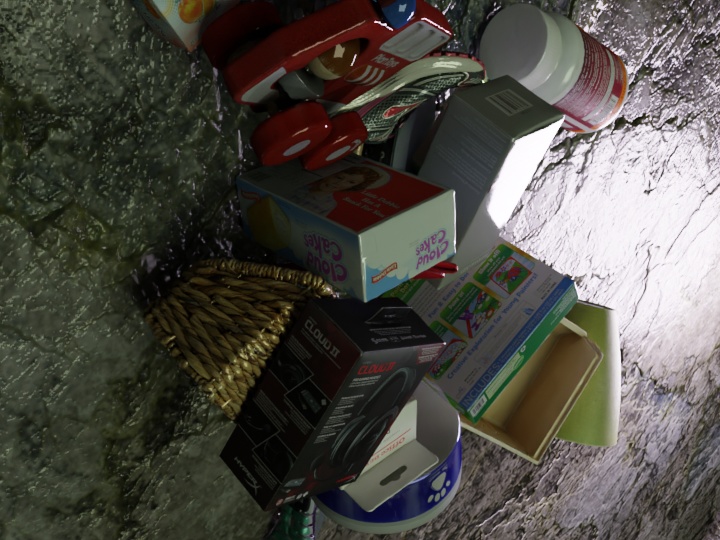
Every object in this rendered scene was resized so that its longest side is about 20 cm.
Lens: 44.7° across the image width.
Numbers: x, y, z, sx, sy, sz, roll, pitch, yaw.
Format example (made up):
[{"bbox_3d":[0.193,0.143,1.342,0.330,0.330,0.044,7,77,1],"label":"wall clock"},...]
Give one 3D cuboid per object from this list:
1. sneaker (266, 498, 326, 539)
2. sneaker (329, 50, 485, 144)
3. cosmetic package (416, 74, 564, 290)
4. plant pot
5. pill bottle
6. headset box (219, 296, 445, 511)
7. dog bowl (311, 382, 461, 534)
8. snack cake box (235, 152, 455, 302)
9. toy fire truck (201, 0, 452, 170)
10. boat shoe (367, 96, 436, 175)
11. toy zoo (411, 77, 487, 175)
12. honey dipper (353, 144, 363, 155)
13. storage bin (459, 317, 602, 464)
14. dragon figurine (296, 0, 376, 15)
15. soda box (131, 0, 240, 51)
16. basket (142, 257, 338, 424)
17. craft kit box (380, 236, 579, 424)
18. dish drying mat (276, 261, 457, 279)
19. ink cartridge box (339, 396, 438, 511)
[{"bbox_3d":[-0.067,0.338,1.160,0.087,0.074,0.204,-9,122,-48],"label":"sneaker"},{"bbox_3d":[0.030,-0.168,0.862,0.196,0.081,0.076,-18,106,-7],"label":"sneaker"},{"bbox_3d":[0.115,-0.090,0.907,0.106,0.090,0.202,-29,149,-42],"label":"cosmetic package"},{"bbox_3d":[0.337,0.150,1.391,0.185,0.185,0.204,7,97,-48],"label":"plant pot"},{"bbox_3d":[0.230,-0.238,1.036,0.198,0.109,0.111,11,109,-49],"label":"pill bottle"},{"bbox_3d":[-0.019,0.111,0.811,0.148,0.077,0.202,2,125,-56],"label":"headset box"},{"bbox_3d":[0.025,0.214,1.066,0.198,0.199,0.080,-29,133,-29],"label":"dog bowl"},{"bbox_3d":[-0.017,-0.054,0.828,0.114,0.199,0.068,-24,123,-31],"label":"snack cake box"},{"bbox_3d":[-0.019,-0.172,0.703,0.166,0.114,0.199,-30,174,20],"label":"toy fire truck"},{"bbox_3d":[0.033,-0.115,0.953,0.069,0.056,0.204,-36,143,-59],"label":"boat shoe"},{"bbox_3d":[0.112,-0.129,1.014,0.132,0.020,0.201,-57,159,-14],"label":"toy zoo"},{"bbox_3d":[-0.006,-0.110,0.935,0.038,0.038,0.204,-9,121,-42],"label":"honey dipper"},{"bbox_3d":[0.217,0.139,1.250,0.198,0.094,0.201,29,95,-30],"label":"storage bin"},{"bbox_3d":[-0.003,-0.261,0.813,0.100,0.059,0.200,-52,142,-4],"label":"dragon figurine"},{"bbox_3d":[-0.102,-0.274,0.697,0.201,0.063,0.069,-49,141,-10],"label":"soda box"},{"bbox_3d":[-0.103,0.059,0.860,0.149,0.142,0.201,-43,152,-9],"label":"basket"},{"bbox_3d":[0.127,0.050,1.061,0.200,0.197,0.049,-47,144,-10],"label":"craft kit box"},{"bbox_3d":[0.000,0.000,0.901,0.076,0.197,0.019,9,82,-47],"label":"dish drying mat"},{"bbox_3d":[-0.014,0.163,0.987,0.116,0.199,0.068,-28,134,-30],"label":"ink cartridge box"}]
